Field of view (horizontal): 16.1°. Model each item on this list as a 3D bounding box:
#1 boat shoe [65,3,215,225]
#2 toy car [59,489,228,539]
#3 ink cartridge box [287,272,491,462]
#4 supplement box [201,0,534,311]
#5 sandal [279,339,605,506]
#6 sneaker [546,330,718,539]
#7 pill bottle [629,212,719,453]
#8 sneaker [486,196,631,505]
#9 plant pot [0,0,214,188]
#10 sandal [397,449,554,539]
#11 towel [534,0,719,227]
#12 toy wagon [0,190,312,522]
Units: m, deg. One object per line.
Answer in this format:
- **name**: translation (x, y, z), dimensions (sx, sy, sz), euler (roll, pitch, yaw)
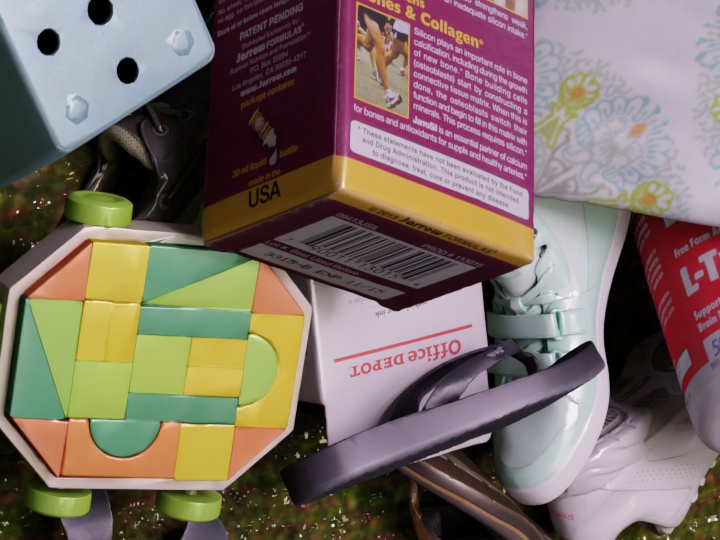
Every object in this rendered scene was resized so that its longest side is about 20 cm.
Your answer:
- **boat shoe**: translation (-0.098, -0.053, 1.255), dimensions (0.066, 0.072, 0.201), euler (33, 78, -40)
- **toy car**: translation (-0.125, 0.193, 1.240), dimensions (0.164, 0.158, 0.200), euler (27, 51, -29)
- **ink cartridge box**: translation (0.000, 0.000, 1.337), dimensions (0.115, 0.068, 0.200), euler (-12, 101, -36)
- **supplement box**: translation (0.005, -0.099, 1.218), dimensions (0.131, 0.103, 0.200), euler (20, 63, -38)
- **sandal**: translation (0.046, 0.065, 1.294), dimensions (0.200, 0.076, 0.043), euler (-18, 80, -35)
- **sneaker**: translation (0.178, 0.101, 1.490), dimensions (0.200, 0.078, 0.100), euler (-26, 119, -27)
- **pill bottle**: translation (0.216, -0.005, 1.430), dimensions (0.112, 0.112, 0.200), euler (12, 51, -38)
- **sneaker**: translation (0.081, 0.021, 1.396), dimensions (0.118, 0.074, 0.201), euler (25, 69, -43)
- **plant pot**: translation (-0.167, -0.113, 1.115), dimensions (0.141, 0.200, 0.141), euler (-36, 114, -29)
- **sandal**: translation (0.065, 0.146, 1.409), dimensions (0.055, 0.082, 0.200), euler (-47, 129, 0)
- **towel**: translation (0.170, -0.105, 1.315), dimensions (0.200, 0.048, 0.171), euler (10, 119, -7)
- **toy wagon**: translation (-0.123, 0.042, 1.208), dimensions (0.200, 0.040, 0.155), euler (4, 102, -26)
